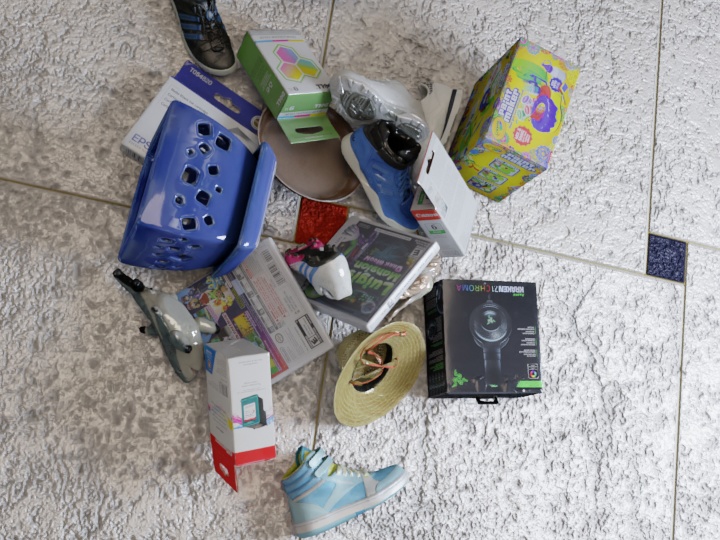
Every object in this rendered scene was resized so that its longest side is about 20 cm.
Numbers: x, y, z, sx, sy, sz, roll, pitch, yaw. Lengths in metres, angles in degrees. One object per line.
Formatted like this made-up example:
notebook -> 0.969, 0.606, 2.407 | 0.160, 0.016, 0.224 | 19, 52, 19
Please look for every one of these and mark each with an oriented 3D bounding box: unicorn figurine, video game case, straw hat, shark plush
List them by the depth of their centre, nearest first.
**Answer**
shark plush -> -0.312, 0.080, 1.465 | 0.200, 0.083, 0.091 | 41, 32, -6
video game case -> -0.167, 0.079, 1.506 | 0.182, 0.023, 0.201 | -31, 88, 0
video game case -> 0.000, 0.000, 1.528 | 0.182, 0.199, 0.023 | -50, 132, -20
straw hat -> 0.008, 0.142, 1.528 | 0.201, 0.202, 0.085 | -35, 51, -21
unicorn figurine -> 0.082, 0.020, 1.577 | 0.137, 0.200, 0.074 | -40, 105, 1

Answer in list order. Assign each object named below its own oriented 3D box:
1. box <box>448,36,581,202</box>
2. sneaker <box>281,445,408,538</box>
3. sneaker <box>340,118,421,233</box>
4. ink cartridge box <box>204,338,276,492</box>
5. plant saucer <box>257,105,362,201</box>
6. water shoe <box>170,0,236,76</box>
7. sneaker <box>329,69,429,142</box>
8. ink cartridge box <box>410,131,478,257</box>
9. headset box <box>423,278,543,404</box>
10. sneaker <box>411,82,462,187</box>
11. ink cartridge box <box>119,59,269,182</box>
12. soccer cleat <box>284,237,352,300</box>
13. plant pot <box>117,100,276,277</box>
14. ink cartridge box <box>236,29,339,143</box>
box -> 0.254, -0.253, 1.651 | 0.121, 0.193, 0.201 | 25, 72, -10
sneaker -> -0.030, 0.315, 1.493 | 0.199, 0.080, 0.131 | -22, 86, -21
sneaker -> 0.064, -0.157, 1.593 | 0.200, 0.111, 0.077 | 57, 40, -13
ink cartridge box -> -0.178, 0.212, 1.428 | 0.067, 0.116, 0.201 | -7, 100, -25
plant saucer -> -0.085, -0.197, 1.596 | 0.199, 0.032, 0.201 | 16, 57, -27
water shoe -> -0.265, -0.417, 1.593 | 0.071, 0.079, 0.201 | -27, 86, -20
sneaker -> 0.027, -0.287, 1.605 | 0.199, 0.078, 0.100 | 26, 47, -34
ink cartridge box -> 0.127, -0.122, 1.587 | 0.200, 0.050, 0.109 | 51, 47, -44
headset box -> 0.202, 0.123, 1.600 | 0.173, 0.093, 0.201 | 3, 77, -15
sneaker -> 0.115, -0.235, 1.678 | 0.080, 0.076, 0.201 | 18, 69, 2
ink cartridge box -> -0.254, -0.223, 1.572 | 0.199, 0.041, 0.201 | 33, 70, -7
soccer cleat -> -0.066, 0.003, 1.503 | 0.070, 0.200, 0.087 | -26, 104, -13
plant pot -> -0.237, -0.103, 1.427 | 0.179, 0.200, 0.201 | 16, 70, -17
ink cartridge box -> -0.109, -0.305, 1.579 | 0.103, 0.059, 0.201 | -13, 61, -39
